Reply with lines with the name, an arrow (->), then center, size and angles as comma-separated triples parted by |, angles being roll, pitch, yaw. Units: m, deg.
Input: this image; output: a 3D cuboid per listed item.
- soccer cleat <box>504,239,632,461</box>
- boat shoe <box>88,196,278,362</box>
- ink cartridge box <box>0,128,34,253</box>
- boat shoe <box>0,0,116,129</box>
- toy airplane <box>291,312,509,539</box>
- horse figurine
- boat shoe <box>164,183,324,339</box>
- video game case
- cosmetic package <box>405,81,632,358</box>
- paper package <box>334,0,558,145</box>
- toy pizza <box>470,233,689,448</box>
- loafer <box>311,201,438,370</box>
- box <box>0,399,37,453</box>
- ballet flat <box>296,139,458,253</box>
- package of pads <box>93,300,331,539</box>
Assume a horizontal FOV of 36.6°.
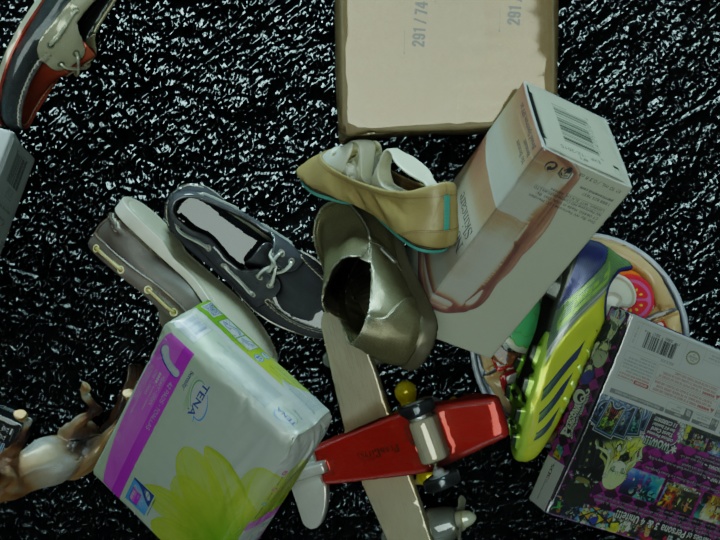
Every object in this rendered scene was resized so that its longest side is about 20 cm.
soccer cleat -> 0.179, 0.073, 0.933 | 0.083, 0.065, 0.201 | 15, 94, -7
boat shoe -> -0.157, 0.025, 0.965 | 0.060, 0.072, 0.200 | -45, 88, 9
ink cartridge box -> -0.412, -0.055, 0.936 | 0.199, 0.084, 0.176 | 17, 78, 0
boat shoe -> -0.257, -0.209, 0.953 | 0.062, 0.071, 0.201 | 27, 89, -4
toy airplane -> 0.026, 0.150, 0.948 | 0.199, 0.141, 0.201 | 31, 116, 26
horse figurine -> -0.267, 0.153, 0.944 | 0.200, 0.133, 0.050 | -24, 64, -39
boat shoe -> -0.091, -0.004, 0.963 | 0.200, 0.063, 0.073 | 38, 91, -3
video game case -> 0.264, 0.146, 0.944 | 0.199, 0.036, 0.182 | 20, 94, -25
cosmetic package -> 0.119, -0.038, 0.888 | 0.087, 0.104, 0.200 | 20, 125, -19
paper package -> 0.072, -0.213, 0.928 | 0.190, 0.103, 0.201 | -2, 93, -1
toy pizza -> 0.198, 0.066, 0.979 | 0.199, 0.032, 0.201 | 0, 94, 1
loafer -> 0.000, 0.000, 0.905 | 0.067, 0.200, 0.076 | 14, 117, -34
box -> -0.410, 0.194, 0.991 | 0.160, 0.044, 0.201 | 24, 94, -1
ballet flat -> 0.016, -0.077, 0.906 | 0.068, 0.200, 0.063 | -11, 118, -36
package of pads -> -0.127, 0.150, 0.918 | 0.154, 0.068, 0.200 | 40, 122, 15
